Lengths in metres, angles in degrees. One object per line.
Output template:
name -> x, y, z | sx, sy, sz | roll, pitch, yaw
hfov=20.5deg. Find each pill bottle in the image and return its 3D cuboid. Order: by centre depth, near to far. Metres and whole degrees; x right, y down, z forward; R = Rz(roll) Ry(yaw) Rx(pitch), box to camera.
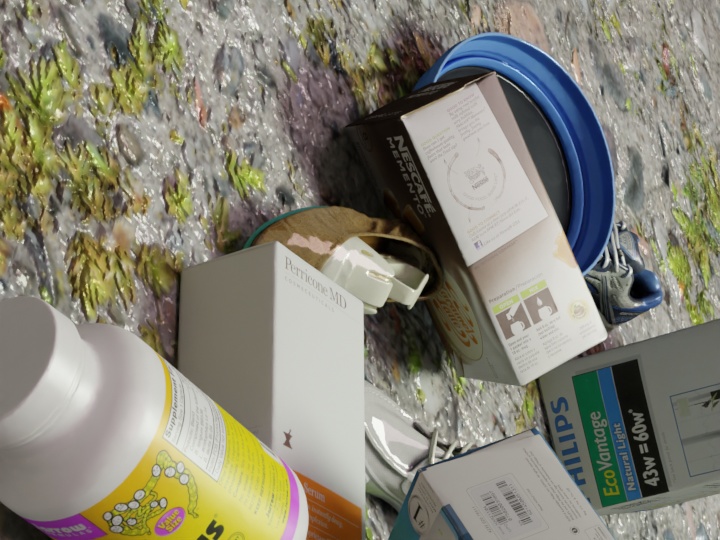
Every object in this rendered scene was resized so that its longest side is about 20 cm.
pill bottle -> -0.118, 0.095, 0.994 | 0.200, 0.104, 0.104 | 45, 39, -42

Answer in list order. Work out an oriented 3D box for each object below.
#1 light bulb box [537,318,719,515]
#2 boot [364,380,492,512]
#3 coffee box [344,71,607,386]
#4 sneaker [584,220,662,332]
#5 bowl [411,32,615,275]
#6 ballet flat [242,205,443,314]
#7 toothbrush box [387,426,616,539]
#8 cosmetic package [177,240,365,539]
light bulb box -> 0.279, 0.116, 1.609 | 0.198, 0.200, 0.125 | 8, 68, -60
boot -> 0.059, 0.124, 1.312 | 0.200, 0.095, 0.074 | 46, 39, -42
coffee box -> 0.079, -0.028, 1.380 | 0.080, 0.114, 0.200 | -28, 100, -19
sneaker -> 0.184, -0.019, 1.628 | 0.200, 0.085, 0.077 | 40, 43, -46
bowl -> 0.111, -0.080, 1.515 | 0.200, 0.039, 0.201 | 15, 67, -38
ballet flat -> 0.000, 0.000, 1.286 | 0.068, 0.072, 0.200 | -62, 157, 11
toothbrush box -> 0.075, 0.210, 1.111 | 0.085, 0.200, 0.146 | -16, 56, -28
cosmetic package -> -0.051, 0.097, 1.152 | 0.101, 0.071, 0.200 | 35, 46, -50
